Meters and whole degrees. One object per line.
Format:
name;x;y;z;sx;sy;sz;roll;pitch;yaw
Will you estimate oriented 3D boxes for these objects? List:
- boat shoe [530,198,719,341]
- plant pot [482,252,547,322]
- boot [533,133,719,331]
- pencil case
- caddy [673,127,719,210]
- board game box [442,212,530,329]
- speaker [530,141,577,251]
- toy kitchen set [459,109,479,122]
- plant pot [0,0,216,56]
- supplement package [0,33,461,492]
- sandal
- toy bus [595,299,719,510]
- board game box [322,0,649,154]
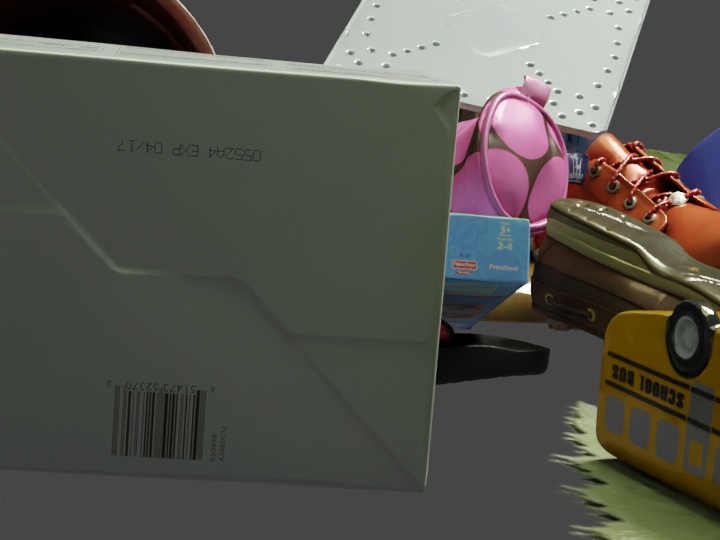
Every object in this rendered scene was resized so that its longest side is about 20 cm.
boat shoe;0.169;0.033;0.851;0.199;0.068;0.072;33;20;34
plant pot;0.069;0.003;1.114;0.197;0.028;0.200;5;9;-1
boot;0.166;-0.028;0.945;0.074;0.109;0.199;-17;6;-37
pencil case;0.032;-0.048;0.987;0.090;0.095;0.199;20;-23;-40
caddy;0.289;-0.038;1.040;0.140;0.106;0.200;17;-41;-35
board game box;0.000;0.000;0.886;0.149;0.037;0.200;4;-10;-4
speaker;0.049;-0.057;1.132;0.197;0.082;0.081;2;9;-16
toy kitchen set;0.062;-0.112;1.258;0.162;0.203;0.179;10;10;43
plant pot;-0.162;-0.066;0.936;0.198;0.204;0.195;5;1;0
supplement package;-0.071;-0.007;0.657;0.197;0.158;0.111;4;9;-6
sandal;0.013;0.031;0.831;0.198;0.046;0.075;-2;11;-39
toy bus;0.168;0.058;0.634;0.064;0.079;0.200;2;9;-24
board game box;0.094;-0.162;1.193;0.198;0.026;0.201;14;40;11
